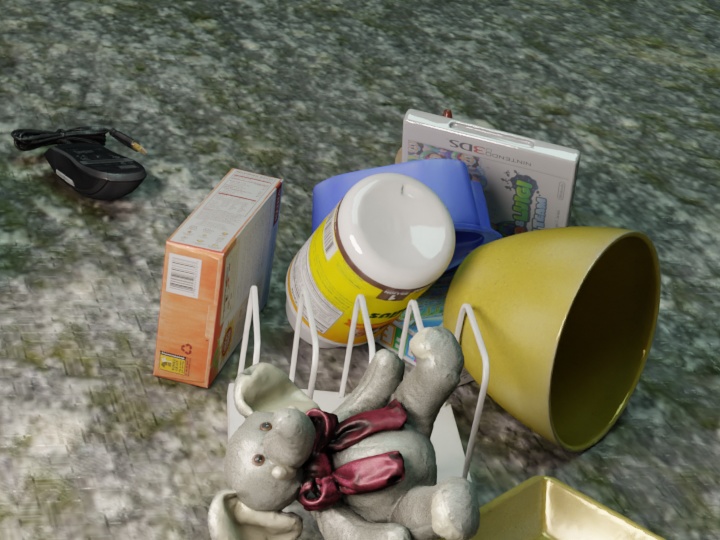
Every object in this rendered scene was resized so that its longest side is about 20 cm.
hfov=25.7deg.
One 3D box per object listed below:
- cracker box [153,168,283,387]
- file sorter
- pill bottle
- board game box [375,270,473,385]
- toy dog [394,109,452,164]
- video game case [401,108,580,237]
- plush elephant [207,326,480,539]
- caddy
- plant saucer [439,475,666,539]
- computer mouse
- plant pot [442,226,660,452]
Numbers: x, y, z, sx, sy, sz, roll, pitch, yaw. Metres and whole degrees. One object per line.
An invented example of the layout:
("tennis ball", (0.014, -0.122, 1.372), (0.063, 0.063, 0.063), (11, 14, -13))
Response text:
("cracker box", (-0.129, 0.002, 1.457), (0.058, 0.134, 0.200), (13, 24, 9))
("file sorter", (-0.005, 0.095, 1.314), (0.199, 0.125, 0.139), (5, 24, -8))
("pill bottle", (0.000, 0.000, 1.428), (0.109, 0.200, 0.110), (9, 64, -19))
("board game box", (0.111, 0.049, 1.562), (0.200, 0.034, 0.134), (-15, 34, -42))
("toy dog", (0.129, -0.123, 1.865), (0.200, 0.097, 0.132), (27, 30, 34))
("video game case", (0.129, -0.071, 1.646), (0.182, 0.200, 0.024), (15, 51, 12))
("plush elephant", (-0.026, 0.134, 1.131), (0.154, 0.200, 0.165), (12, 59, -22))
("caddy", (0.042, -0.035, 1.577), (0.199, 0.105, 0.141), (-9, -19, 17))
("plant saucer", (0.153, 0.241, 1.146), (0.200, 0.049, 0.200), (27, 30, 33))
("computer mouse", (-0.289, -0.118, 1.776), (0.140, 0.046, 0.200), (-9, 25, -44))
("plant pot", (0.160, 0.044, 1.408), (0.142, 0.201, 0.200), (19, 26, 33))
